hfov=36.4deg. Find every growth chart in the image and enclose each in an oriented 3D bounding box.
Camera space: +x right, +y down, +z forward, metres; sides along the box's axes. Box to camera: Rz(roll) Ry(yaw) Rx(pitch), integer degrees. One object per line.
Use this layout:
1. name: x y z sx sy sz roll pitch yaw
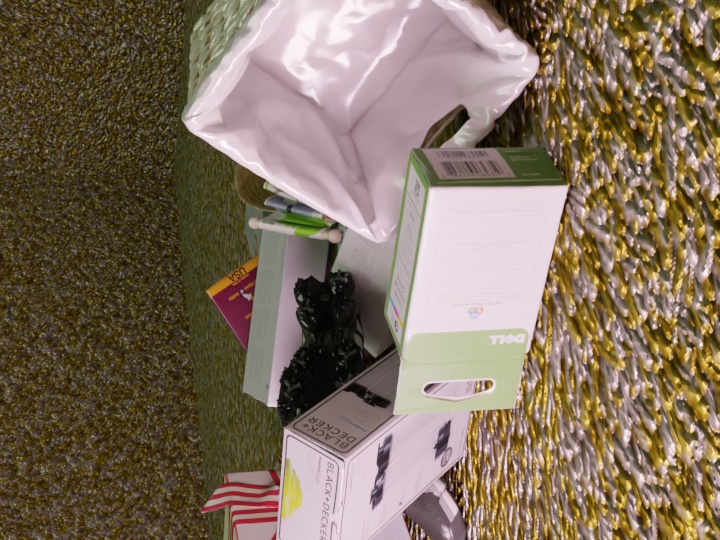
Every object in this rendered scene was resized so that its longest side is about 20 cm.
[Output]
1. growth chart: -0.034 -0.108 1.108 0.018 0.143 0.201 55 -127 -39

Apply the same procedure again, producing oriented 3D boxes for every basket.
1. basket: -0.006 -0.169 0.844 0.198 0.199 0.162 -48 28 23

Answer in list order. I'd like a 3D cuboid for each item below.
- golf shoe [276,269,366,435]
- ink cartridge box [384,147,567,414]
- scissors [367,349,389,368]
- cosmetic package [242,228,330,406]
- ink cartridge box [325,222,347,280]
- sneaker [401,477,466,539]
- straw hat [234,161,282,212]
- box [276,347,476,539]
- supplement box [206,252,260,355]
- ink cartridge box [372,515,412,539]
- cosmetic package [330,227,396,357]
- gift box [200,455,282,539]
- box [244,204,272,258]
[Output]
1. golf shoe: -0.025 0.095 0.984 0.201 0.077 0.095 -82 -16 -46
2. ink cartridge box: 0.078 0.010 0.816 0.060 0.102 0.202 -112 25 -54
3. scissors: 0.034 0.145 1.183 0.201 0.014 0.074 -110 23 -52
4. cosmetic package: -0.083 0.043 1.205 0.151 0.051 0.203 179 98 -76
5. ink cartridge box: 0.000 0.000 1.175 0.200 0.059 0.105 -152 62 -74
6. sneaker: 0.000 0.200 1.011 0.200 0.115 0.075 48 153 28
7. straw hat: -0.030 -0.110 1.187 0.085 0.199 0.202 55 -169 -42
8. box: 0.017 0.142 0.900 0.060 0.199 0.118 23 124 28
9. supplement box: -0.096 0.085 1.335 0.201 0.085 0.110 56 176 -1
10. ink cartridge box: -0.011 0.245 1.132 0.176 0.083 0.202 92 159 -65
11. cosmetic package: 0.027 -0.016 1.017 0.082 0.051 0.201 41 138 16
12. gift box: -0.098 0.360 1.379 0.185 0.197 0.189 -122 35 -54
13. box: -0.100 -0.113 1.511 0.125 0.096 0.202 -115 28 -57
